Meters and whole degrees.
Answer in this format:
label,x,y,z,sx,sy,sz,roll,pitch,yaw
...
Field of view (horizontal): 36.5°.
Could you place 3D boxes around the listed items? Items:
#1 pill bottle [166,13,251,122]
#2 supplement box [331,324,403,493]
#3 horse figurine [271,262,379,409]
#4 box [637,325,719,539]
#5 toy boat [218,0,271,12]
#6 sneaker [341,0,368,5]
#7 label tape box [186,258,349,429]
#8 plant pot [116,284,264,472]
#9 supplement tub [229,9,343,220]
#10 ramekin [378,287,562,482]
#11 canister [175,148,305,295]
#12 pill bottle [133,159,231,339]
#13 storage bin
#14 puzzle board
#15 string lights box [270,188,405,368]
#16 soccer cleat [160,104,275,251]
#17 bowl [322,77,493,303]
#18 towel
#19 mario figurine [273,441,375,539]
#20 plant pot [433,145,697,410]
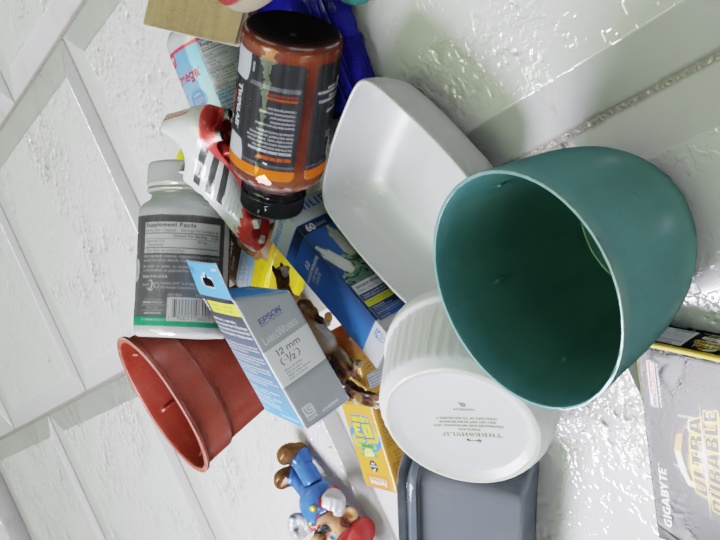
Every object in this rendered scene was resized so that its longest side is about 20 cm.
label,x,y,z,sx,sy,sz,roll,pitch,yaw
pill bottle,-0.159,-0.236,1.272,0.108,0.108,0.203,-17,96,55
supplement box,0.021,0.161,1.314,0.066,0.068,0.203,-3,110,53
horse figurine,-0.041,0.084,1.232,0.201,0.050,0.132,56,166,-9
box,0.321,0.156,0.933,0.158,0.049,0.204,10,118,48
toy boat,-0.125,-0.352,1.054,0.130,0.130,0.202,-36,51,26
sneaker,0.013,-0.337,1.017,0.080,0.071,0.203,39,136,38
label tape box,-0.105,0.064,1.190,0.202,0.066,0.143,63,161,-12
plant pot,-0.181,0.120,1.420,0.200,0.194,0.202,42,152,28
supplement tub,-0.081,-0.156,1.129,0.106,0.106,0.203,35,129,35
ramekin,0.108,0.120,1.072,0.199,0.095,0.205,11,132,12
canister,-0.149,-0.061,1.380,0.199,0.086,0.150,39,130,29
pill bottle,-0.208,-0.022,1.287,0.112,0.112,0.204,-4,82,53
storage bin,0.125,0.264,1.199,0.132,0.146,0.203,9,121,18
puzzle board,-0.157,-0.353,1.186,0.149,0.017,0.204,19,95,35
string lights box,0.000,0.000,1.211,0.200,0.102,0.059,49,143,21
soccer cleat,-0.157,-0.102,1.226,0.084,0.069,0.202,1,138,23
bowl,0.058,-0.081,1.112,0.200,0.074,0.201,48,141,23
towel,-0.062,-0.261,1.180,0.147,0.049,0.203,-9,103,53
mario figurine,-0.063,0.330,1.487,0.200,0.106,0.124,45,176,38
plant pot,0.184,-0.011,0.911,0.199,0.160,0.204,29,132,39
